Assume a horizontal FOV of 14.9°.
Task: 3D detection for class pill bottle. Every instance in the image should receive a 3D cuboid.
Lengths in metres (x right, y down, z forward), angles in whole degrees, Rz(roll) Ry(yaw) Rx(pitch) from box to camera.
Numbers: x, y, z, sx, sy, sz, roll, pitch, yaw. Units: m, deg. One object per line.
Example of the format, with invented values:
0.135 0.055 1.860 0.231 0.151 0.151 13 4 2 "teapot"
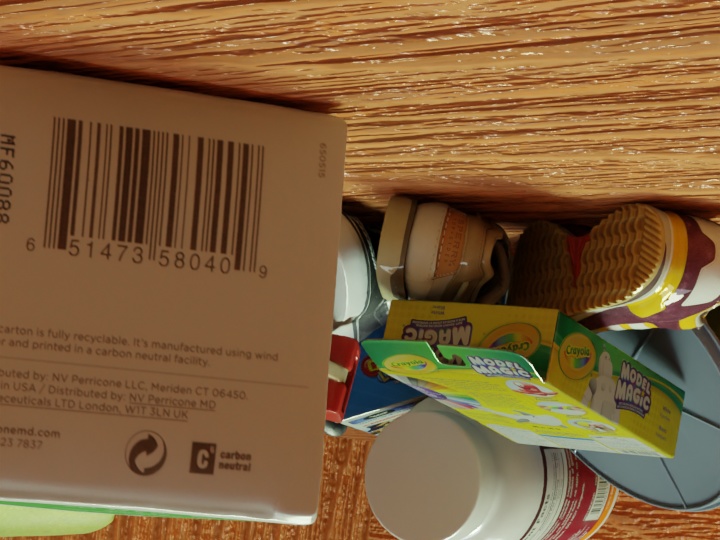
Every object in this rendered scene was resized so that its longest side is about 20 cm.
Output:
0.085 0.134 1.814 0.112 0.114 0.200 1 178 29 "pill bottle"

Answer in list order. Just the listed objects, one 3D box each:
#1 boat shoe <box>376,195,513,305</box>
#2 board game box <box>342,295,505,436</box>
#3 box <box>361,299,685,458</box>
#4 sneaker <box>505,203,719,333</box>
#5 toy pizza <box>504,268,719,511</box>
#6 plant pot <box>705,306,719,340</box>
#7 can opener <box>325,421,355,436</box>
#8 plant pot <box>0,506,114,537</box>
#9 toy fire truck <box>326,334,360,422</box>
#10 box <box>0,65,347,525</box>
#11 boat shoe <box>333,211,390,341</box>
0.055 0.005 1.642 0.068 0.075 0.200 10 174 9 "boat shoe"
0.089 0.058 1.891 0.199 0.056 0.196 -17 170 9 "board game box"
0.095 0.061 1.605 0.117 0.049 0.200 3 166 33 "box"
0.156 0.009 1.597 0.090 0.076 0.200 14 172 -22 "sneaker"
0.171 0.061 1.712 0.032 0.201 0.200 -36 -162 -31 "toy pizza"
0.284 0.076 1.738 0.199 0.189 0.187 17 -179 31 "plant pot"
-0.073 0.051 1.925 0.200 0.079 0.063 42 154 -28 "can opener"
-0.237 0.093 1.727 0.199 0.202 0.183 -1 169 45 "plant pot"
-0.088 0.036 1.638 0.140 0.049 0.200 13 170 18 "toy fire truck"
-0.133 0.016 1.325 0.198 0.202 0.171 7 175 -25 "box"
0.000 0.000 1.706 0.067 0.072 0.200 -28 162 -9 "boat shoe"
